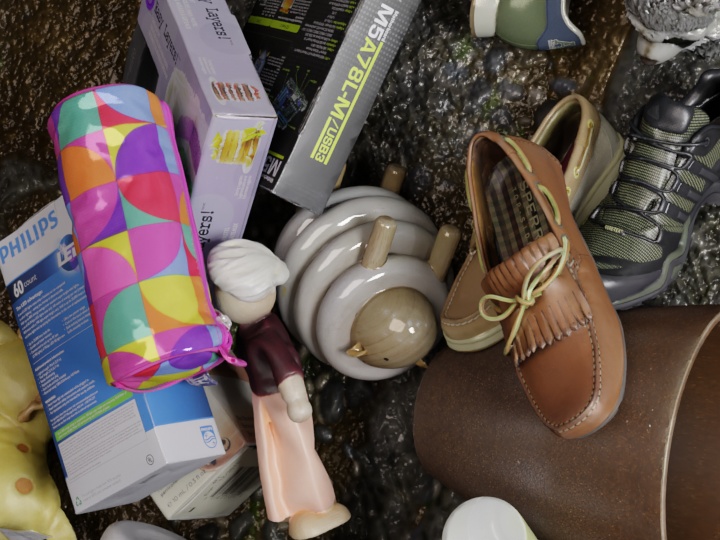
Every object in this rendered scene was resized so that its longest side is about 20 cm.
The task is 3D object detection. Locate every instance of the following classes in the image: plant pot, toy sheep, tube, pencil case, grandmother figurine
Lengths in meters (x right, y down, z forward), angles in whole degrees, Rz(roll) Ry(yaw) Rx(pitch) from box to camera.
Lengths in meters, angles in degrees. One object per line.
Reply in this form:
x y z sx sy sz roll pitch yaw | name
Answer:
0.141 0.103 0.965 0.199 0.187 0.188 7 85 35 | plant pot
0.000 0.000 1.047 0.138 0.138 0.200 -47 34 10 | toy sheep
0.098 0.192 0.949 0.052 0.200 0.058 -30 63 3 | tube
-0.139 -0.019 0.958 0.088 0.088 0.201 -23 74 17 | pencil case
-0.057 0.075 0.998 0.060 0.121 0.201 -20 102 -22 | grandmother figurine

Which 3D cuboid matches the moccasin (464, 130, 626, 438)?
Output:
0.103 0.004 0.884 0.073 0.078 0.202 -28 56 34 | moccasin

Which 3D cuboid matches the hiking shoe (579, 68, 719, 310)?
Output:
0.183 -0.060 0.957 0.076 0.101 0.200 19 52 38 | hiking shoe

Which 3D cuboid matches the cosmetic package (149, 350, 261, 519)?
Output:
-0.146 0.079 1.111 0.087 0.103 0.200 -44 72 12 | cosmetic package

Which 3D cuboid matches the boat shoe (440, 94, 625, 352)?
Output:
0.106 -0.035 1.000 0.074 0.066 0.200 1 47 48 | boat shoe

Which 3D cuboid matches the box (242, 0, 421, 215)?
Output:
-0.039 -0.150 1.068 0.200 0.047 0.194 28 96 64 | box

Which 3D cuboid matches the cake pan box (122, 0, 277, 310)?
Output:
-0.125 -0.095 1.071 0.200 0.052 0.185 -114 36 -42 | cake pan box

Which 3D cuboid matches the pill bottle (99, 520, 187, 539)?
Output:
-0.179 0.292 1.095 0.104 0.104 0.201 27 93 23 | pill bottle

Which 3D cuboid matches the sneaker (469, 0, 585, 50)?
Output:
0.149 -0.249 1.062 0.089 0.067 0.201 19 90 15 | sneaker

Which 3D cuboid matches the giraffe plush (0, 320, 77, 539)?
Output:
-0.278 0.122 1.143 0.199 0.173 0.163 -1 61 32 | giraffe plush

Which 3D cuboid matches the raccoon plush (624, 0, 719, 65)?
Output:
0.222 -0.228 0.986 0.096 0.134 0.201 7 86 23 | raccoon plush

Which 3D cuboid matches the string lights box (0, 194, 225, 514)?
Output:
-0.173 0.051 1.025 0.103 0.059 0.201 -30 73 36 | string lights box
